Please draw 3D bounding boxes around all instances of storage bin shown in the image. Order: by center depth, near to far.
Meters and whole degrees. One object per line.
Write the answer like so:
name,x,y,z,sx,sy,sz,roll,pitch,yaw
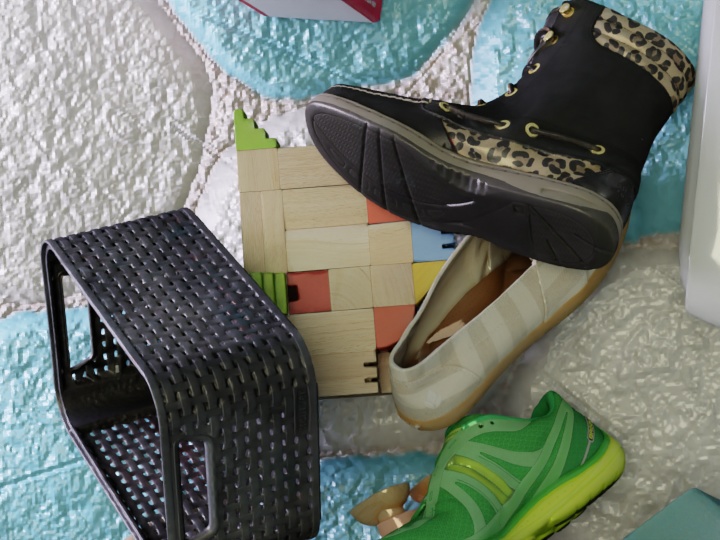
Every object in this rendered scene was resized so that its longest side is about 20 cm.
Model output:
storage bin,-0.105,0.066,1.132,0.094,0.200,0.135,-14,123,-23

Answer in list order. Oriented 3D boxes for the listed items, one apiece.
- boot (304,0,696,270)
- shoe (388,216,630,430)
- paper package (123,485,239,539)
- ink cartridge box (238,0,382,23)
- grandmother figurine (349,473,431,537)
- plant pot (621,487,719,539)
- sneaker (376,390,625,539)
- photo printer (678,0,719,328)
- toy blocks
boot,0.085,-0.093,1.148,0.200,0.073,0.151,20,56,23
shoe,0.086,0.005,1.141,0.070,0.053,0.200,23,64,43
paper package,-0.102,0.250,1.124,0.191,0.200,0.103,47,138,13
ink cartridge box,-0.033,-0.261,1.184,0.083,0.145,0.200,6,87,18
grandmother figurine,0.072,0.216,1.152,0.121,0.061,0.200,-18,72,-14
plant pot,0.215,0.226,1.084,0.141,0.141,0.200,-38,70,9
sneaker,0.062,0.131,1.122,0.084,0.200,0.074,51,139,16
photo printer,0.269,-0.053,1.124,0.166,0.069,0.200,5,86,12
toy blocks,0.000,0.000,1.191,0.137,0.100,0.200,-5,85,3
